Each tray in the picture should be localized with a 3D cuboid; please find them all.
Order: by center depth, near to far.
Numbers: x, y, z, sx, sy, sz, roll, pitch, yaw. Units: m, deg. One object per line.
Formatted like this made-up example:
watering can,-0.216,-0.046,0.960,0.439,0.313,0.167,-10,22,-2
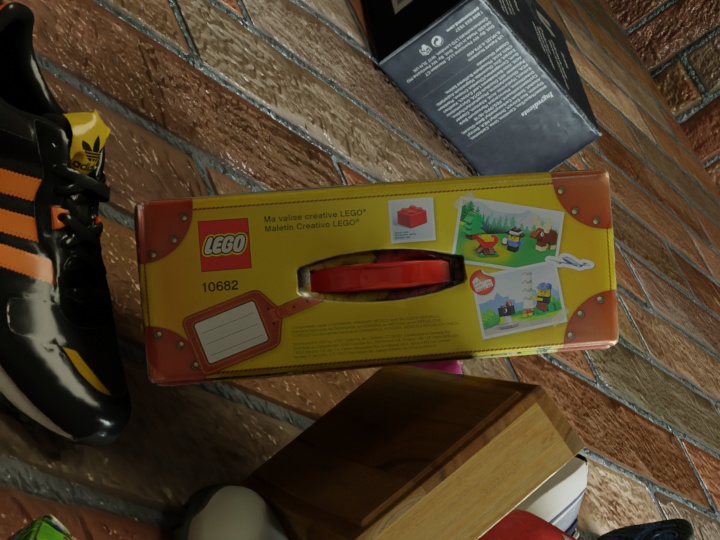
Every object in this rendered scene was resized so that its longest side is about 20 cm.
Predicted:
tray,0.014,0.087,0.822,0.037,0.099,0.200,54,-14,-11

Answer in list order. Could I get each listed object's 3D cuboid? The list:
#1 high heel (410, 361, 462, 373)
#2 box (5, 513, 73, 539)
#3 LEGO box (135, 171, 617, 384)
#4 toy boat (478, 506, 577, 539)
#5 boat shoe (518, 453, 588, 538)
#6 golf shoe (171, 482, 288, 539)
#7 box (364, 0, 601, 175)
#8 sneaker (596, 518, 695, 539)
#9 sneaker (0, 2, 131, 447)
high heel,0.065,0.109,1.084,0.200,0.096,0.067,38,24,-43
box,-0.078,0.211,0.484,0.200,0.122,0.193,50,18,-18
LEGO box,0.000,0.000,0.845,0.149,0.200,0.077,-166,-109,-83
toy boat,0.096,0.200,0.900,0.131,0.131,0.200,25,-7,44
boat shoe,0.060,0.169,1.009,0.200,0.075,0.093,-22,119,-47
golf shoe,-0.021,0.161,0.782,0.077,0.088,0.200,37,22,-41
box,0.108,-0.207,1.727,0.200,0.117,0.197,44,21,-30
sneaker,0.205,0.234,1.298,0.200,0.076,0.077,-61,138,-70
sneaker,-0.139,-0.024,0.798,0.200,0.090,0.070,60,18,16
